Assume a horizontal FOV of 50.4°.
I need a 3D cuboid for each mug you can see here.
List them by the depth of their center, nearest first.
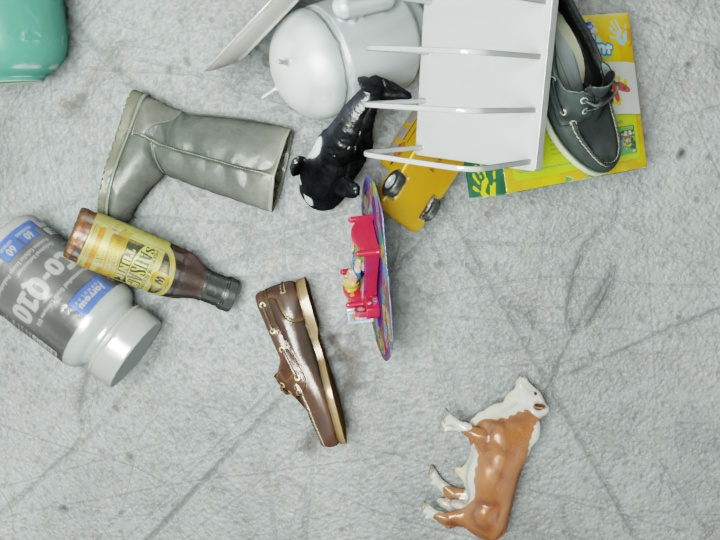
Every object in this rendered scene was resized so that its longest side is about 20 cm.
[{"bbox_3d":[-0.407,-0.268,0.857,0.149,0.185,0.117,-8,103,-18],"label":"mug"}]

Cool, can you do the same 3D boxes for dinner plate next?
[{"bbox_3d":[-0.088,-0.275,0.802,0.200,0.200,0.024,-45,106,7],"label":"dinner plate"}]

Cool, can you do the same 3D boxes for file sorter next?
[{"bbox_3d":[0.083,-0.194,0.684,0.137,0.124,0.204,15,110,38],"label":"file sorter"}]

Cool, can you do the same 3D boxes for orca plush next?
[{"bbox_3d":[-0.005,-0.115,0.823,0.200,0.104,0.072,-44,67,38],"label":"orca plush"}]

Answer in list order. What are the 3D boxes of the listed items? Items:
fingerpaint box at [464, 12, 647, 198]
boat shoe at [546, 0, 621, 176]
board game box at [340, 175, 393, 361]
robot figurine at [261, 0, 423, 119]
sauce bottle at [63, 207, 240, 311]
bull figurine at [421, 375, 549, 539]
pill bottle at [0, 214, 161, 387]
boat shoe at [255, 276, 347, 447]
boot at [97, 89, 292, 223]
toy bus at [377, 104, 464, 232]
[{"bbox_3d":[0.198,-0.175,0.810,0.197,0.073,0.170,-13,97,-26],"label":"fingerpaint box"},{"bbox_3d":[0.212,-0.183,0.737,0.074,0.066,0.202,-34,106,-25],"label":"boat shoe"},{"bbox_3d":[0.000,0.000,0.839,0.038,0.158,0.204,-6,96,-7],"label":"board game box"},{"bbox_3d":[-0.014,-0.231,0.815,0.198,0.170,0.114,-27,70,-27],"label":"robot figurine"},{"bbox_3d":[-0.235,-0.007,0.880,0.197,0.066,0.067,21,97,-20],"label":"sauce bottle"},{"bbox_3d":[0.147,0.219,0.903,0.119,0.065,0.204,13,95,6],"label":"bull figurine"},{"bbox_3d":[-0.339,0.038,0.891,0.199,0.114,0.115,36,97,-1],"label":"pill bottle"},{"bbox_3d":[-0.069,0.113,0.904,0.069,0.070,0.204,-17,87,-1],"label":"boat shoe"},{"bbox_3d":[-0.193,-0.106,0.896,0.197,0.073,0.185,18,99,-5],"label":"boot"},{"bbox_3d":[0.085,-0.148,0.854,0.065,0.078,0.202,29,98,-27],"label":"toy bus"}]
